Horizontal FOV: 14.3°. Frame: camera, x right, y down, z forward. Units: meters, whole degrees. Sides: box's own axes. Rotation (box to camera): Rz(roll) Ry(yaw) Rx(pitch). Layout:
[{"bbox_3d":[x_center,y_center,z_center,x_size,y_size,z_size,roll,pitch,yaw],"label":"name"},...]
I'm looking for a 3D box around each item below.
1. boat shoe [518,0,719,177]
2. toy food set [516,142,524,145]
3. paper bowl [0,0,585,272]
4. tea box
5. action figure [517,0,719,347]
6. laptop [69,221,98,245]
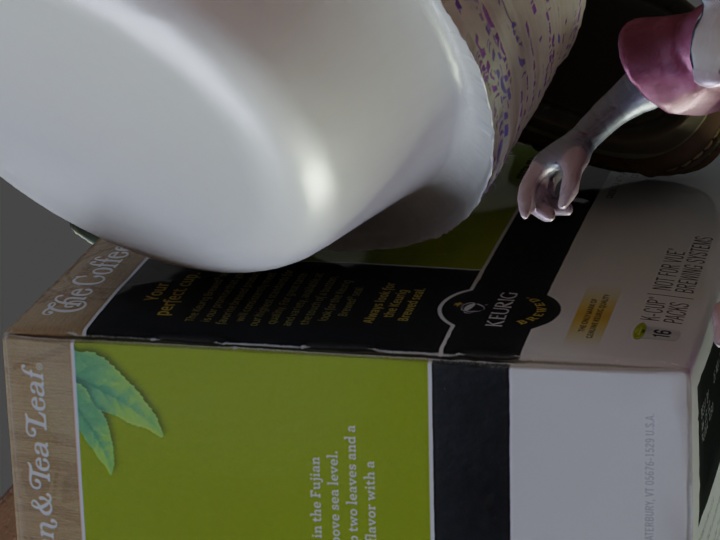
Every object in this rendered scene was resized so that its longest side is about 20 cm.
[{"bbox_3d":[0.023,-0.079,0.894,0.200,0.072,0.068,31,175,21],"label":"boat shoe"},{"bbox_3d":[0.000,0.000,1.040,0.199,0.144,0.060,-16,173,43],"label":"toy food set"},{"bbox_3d":[-0.048,-0.077,0.766,0.200,0.105,0.201,23,152,13],"label":"paper bowl"},{"bbox_3d":[0.017,0.049,0.871,0.196,0.134,0.200,4,-160,14],"label":"tea box"},{"bbox_3d":[0.126,-0.018,0.684,0.134,0.148,0.200,52,167,49],"label":"action figure"},{"bbox_3d":[-0.075,-0.071,1.260,0.187,0.116,0.200,36,-174,-45],"label":"laptop"}]
